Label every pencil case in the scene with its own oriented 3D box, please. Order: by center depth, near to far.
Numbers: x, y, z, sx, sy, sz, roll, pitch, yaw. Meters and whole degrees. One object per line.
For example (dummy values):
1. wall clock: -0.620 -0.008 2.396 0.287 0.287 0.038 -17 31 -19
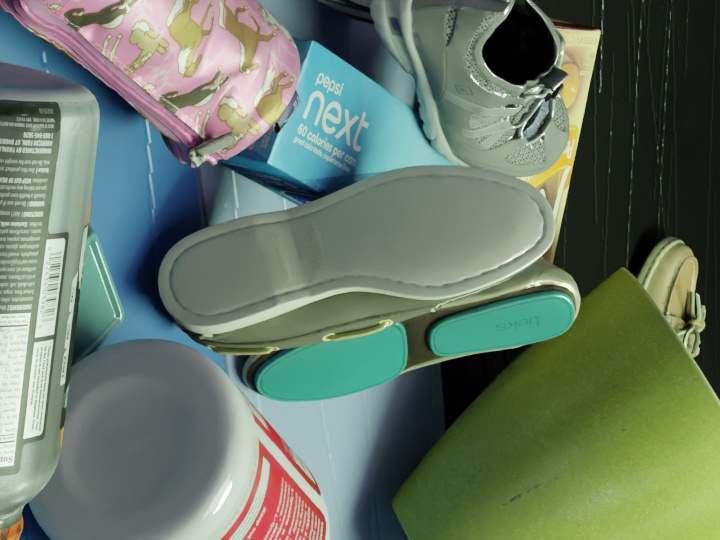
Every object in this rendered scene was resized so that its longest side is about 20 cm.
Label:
1. pencil case: -0.103 -0.120 0.974 0.083 0.087 0.200 -41 146 6

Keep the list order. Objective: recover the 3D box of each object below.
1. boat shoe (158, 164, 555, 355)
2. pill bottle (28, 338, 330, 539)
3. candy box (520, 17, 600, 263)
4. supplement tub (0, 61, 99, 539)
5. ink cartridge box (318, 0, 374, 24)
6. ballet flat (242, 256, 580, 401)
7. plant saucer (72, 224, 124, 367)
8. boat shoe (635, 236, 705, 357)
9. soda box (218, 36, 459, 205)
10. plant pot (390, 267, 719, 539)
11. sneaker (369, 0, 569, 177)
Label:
1. boat shoe: -0.001 -0.003 1.106 0.060 0.201 0.072 78 0 -68
2. pill bottle: -0.080 0.121 1.080 0.112 0.112 0.200 -63 154 -16
3. candy box: 0.079 -0.055 1.311 0.115 0.055 0.201 -6 110 -57
4. supplement tub: -0.176 0.017 0.878 0.122 0.122 0.201 -7 109 -56
5. ink cartridge box: 0.011 -0.193 1.128 0.200 0.067 0.117 14 93 -59
6. ballet flat: 0.024 0.025 1.225 0.199 0.069 0.070 -10 119 -14
7. plant saucer: -0.178 0.058 0.998 0.200 0.019 0.070 -48 140 -34
8. boat shoe: 0.226 0.076 1.595 0.073 0.063 0.201 -13 114 -54
9. soda box: -0.013 -0.066 1.155 0.200 0.064 0.068 27 81 -57
10. plant pot: 0.126 0.129 1.342 0.200 0.187 0.187 -31 141 1
11. sneaker: 0.074 -0.098 1.133 0.075 0.082 0.200 -64 149 -10
